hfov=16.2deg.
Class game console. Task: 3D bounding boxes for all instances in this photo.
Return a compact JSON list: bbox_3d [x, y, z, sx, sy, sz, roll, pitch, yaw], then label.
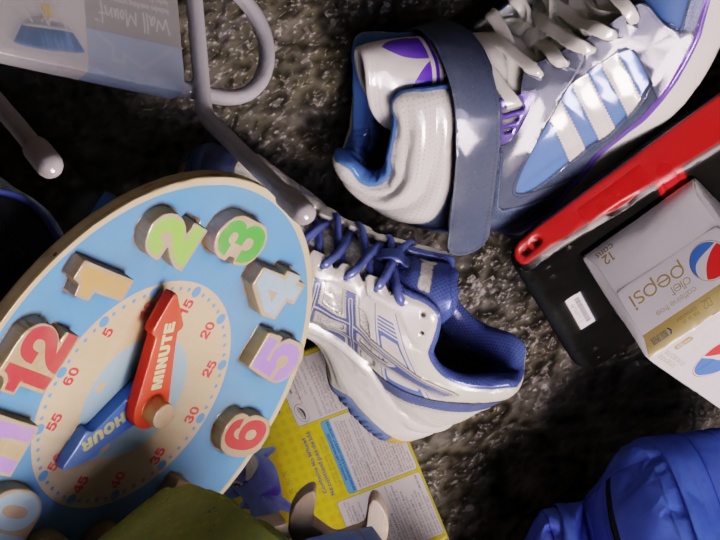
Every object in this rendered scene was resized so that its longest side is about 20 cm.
[{"bbox_3d":[0.164,-0.029,1.266,0.177,0.031,0.200,-32,158,3],"label":"game console"}]

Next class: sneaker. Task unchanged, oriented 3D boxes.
[{"bbox_3d":[0.071,-0.098,1.156,0.146,0.081,0.200,9,127,-41],"label":"sneaker"},{"bbox_3d":[0.000,0.000,1.171,0.088,0.075,0.200,-19,134,35],"label":"sneaker"}]

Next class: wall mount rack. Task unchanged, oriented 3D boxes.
[{"bbox_3d":[-0.096,-0.094,1.000,0.200,0.174,0.075,9,153,-36],"label":"wall mount rack"}]

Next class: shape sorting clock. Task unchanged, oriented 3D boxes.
[{"bbox_3d":[-0.092,0.051,1.030,0.200,0.039,0.200,-28,136,-31],"label":"shape sorting clock"}]

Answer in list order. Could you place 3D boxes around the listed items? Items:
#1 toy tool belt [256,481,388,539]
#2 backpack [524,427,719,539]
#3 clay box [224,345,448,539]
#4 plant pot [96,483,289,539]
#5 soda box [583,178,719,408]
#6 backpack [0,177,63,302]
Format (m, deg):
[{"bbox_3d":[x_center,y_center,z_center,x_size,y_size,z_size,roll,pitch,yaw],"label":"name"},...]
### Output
[{"bbox_3d":[-0.027,0.158,1.141,0.200,0.125,0.123,-21,121,-15],"label":"toy tool belt"},{"bbox_3d":[0.166,0.182,1.353,0.168,0.163,0.200,-6,152,-26],"label":"backpack"},{"bbox_3d":[-0.071,0.117,1.232,0.200,0.115,0.048,-19,168,-14],"label":"clay box"},{"bbox_3d":[-0.091,0.192,1.001,0.190,0.200,0.200,-46,140,-22],"label":"plant pot"},{"bbox_3d":[0.179,0.019,1.263,0.068,0.064,0.200,-35,158,11],"label":"soda box"},{"bbox_3d":[-0.207,0.035,1.050,0.183,0.147,0.200,-35,140,-20],"label":"backpack"}]
